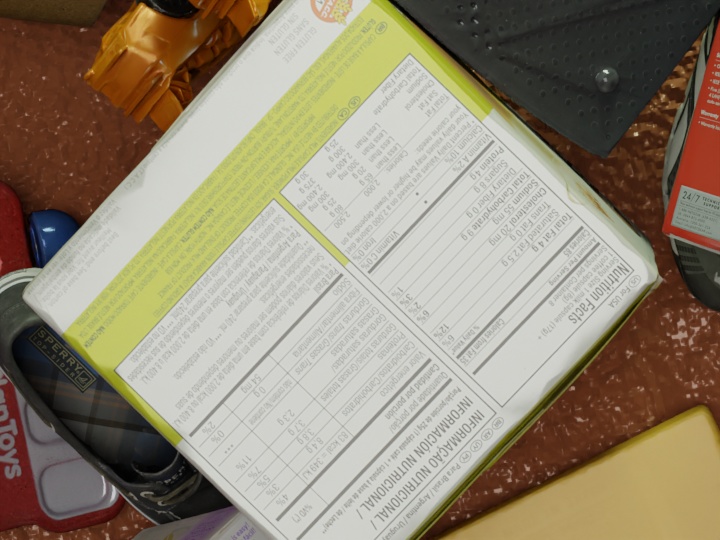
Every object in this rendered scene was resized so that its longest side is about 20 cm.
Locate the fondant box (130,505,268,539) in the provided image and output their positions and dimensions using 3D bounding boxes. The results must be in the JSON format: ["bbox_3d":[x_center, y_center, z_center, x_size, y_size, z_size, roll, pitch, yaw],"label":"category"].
[{"bbox_3d":[-0.032,0.206,1.209,0.058,0.144,0.200,-44,100,-26],"label":"fondant box"}]

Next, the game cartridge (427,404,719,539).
[{"bbox_3d":[0.135,0.192,1.264,0.176,0.032,0.201,-26,89,8],"label":"game cartridge"}]

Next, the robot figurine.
[{"bbox_3d":[-0.044,-0.149,1.171,0.058,0.200,0.145,41,132,-3],"label":"robot figurine"}]

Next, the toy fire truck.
[{"bbox_3d":[-0.209,0.039,1.262,0.167,0.112,0.201,-12,92,-19],"label":"toy fire truck"}]

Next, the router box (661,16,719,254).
[{"bbox_3d":[0.244,-0.081,1.160,0.199,0.049,0.180,11,97,-35],"label":"router box"}]

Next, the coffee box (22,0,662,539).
[{"bbox_3d":[0.000,0.000,1.176,0.198,0.200,0.200,43,97,1],"label":"coffee box"}]

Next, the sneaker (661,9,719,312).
[{"bbox_3d":[0.182,-0.078,1.202,0.066,0.091,0.201,10,95,1],"label":"sneaker"}]

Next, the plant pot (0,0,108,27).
[{"bbox_3d":[-0.194,-0.200,1.209,0.199,0.186,0.187,25,97,-11],"label":"plant pot"}]

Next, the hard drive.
[{"bbox_3d":[0.073,-0.153,1.129,0.200,0.042,0.135,37,91,-32],"label":"hard drive"}]

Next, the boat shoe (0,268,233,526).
[{"bbox_3d":[-0.099,0.077,1.230,0.070,0.066,0.200,-41,113,4],"label":"boat shoe"}]
